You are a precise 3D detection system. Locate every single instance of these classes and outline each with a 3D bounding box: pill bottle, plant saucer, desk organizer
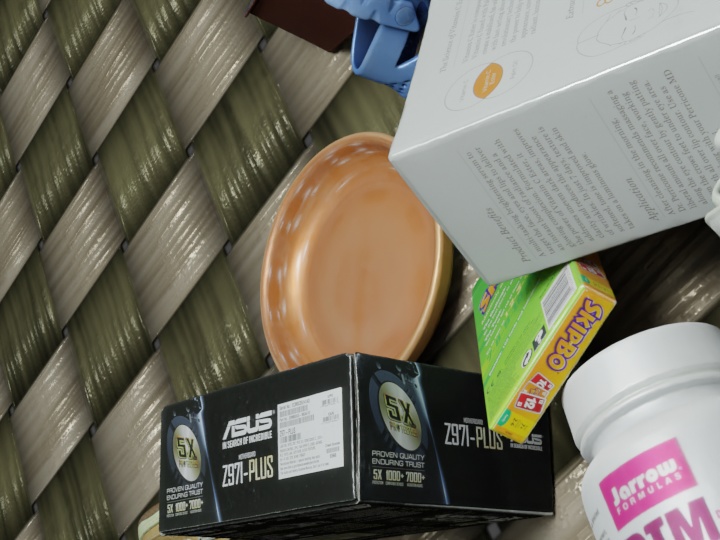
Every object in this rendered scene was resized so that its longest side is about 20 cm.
[{"bbox_3d":[0.177,0.134,0.638,0.113,0.113,0.200,-44,50,34],"label":"pill bottle"},{"bbox_3d":[0.000,0.000,0.944,0.200,0.037,0.201,-15,70,46],"label":"plant saucer"},{"bbox_3d":[-0.027,-0.218,0.948,0.072,0.077,0.200,-66,11,-3],"label":"desk organizer"}]

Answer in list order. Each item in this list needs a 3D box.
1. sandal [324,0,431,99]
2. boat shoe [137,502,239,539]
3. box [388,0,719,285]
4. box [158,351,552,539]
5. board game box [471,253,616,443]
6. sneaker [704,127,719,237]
[{"bbox_3d":[0.031,-0.149,0.840,0.087,0.200,0.080,-28,33,-3],"label":"sandal"},{"bbox_3d":[-0.100,0.196,0.991,0.200,0.072,0.076,-34,72,41],"label":"boat shoe"},{"bbox_3d":[0.135,-0.103,0.685,0.200,0.106,0.152,-19,37,31],"label":"box"},{"bbox_3d":[-0.007,0.120,0.821,0.200,0.164,0.086,-20,65,46],"label":"box"},{"bbox_3d":[0.102,0.014,0.764,0.096,0.030,0.200,-60,12,19],"label":"board game box"},{"bbox_3d":[0.205,-0.019,0.601,0.080,0.200,0.070,14,59,23],"label":"sneaker"}]
